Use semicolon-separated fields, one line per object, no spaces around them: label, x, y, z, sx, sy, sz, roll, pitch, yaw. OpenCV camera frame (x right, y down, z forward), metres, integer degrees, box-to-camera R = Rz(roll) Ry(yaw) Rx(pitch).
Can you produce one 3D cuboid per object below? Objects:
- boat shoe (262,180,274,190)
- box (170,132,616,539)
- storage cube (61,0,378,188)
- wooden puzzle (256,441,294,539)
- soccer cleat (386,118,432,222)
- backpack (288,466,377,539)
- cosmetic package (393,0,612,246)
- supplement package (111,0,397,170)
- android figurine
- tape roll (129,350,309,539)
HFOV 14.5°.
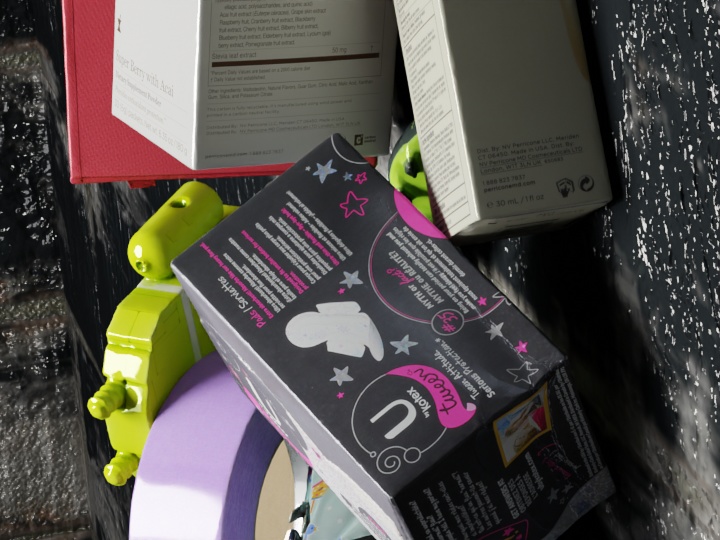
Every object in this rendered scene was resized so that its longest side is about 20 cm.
boat shoe;0.000;0.000;1.703;0.200;0.060;0.074;49;-127;-59
box;0.015;0.054;1.425;0.200;0.115;0.132;46;168;37
storage cube;-0.081;-0.150;1.682;0.171;0.179;0.201;-93;0;-80
wooden puzzle;-0.063;0.141;1.827;0.185;0.037;0.201;41;115;62
soccer cleat;0.046;-0.062;1.542;0.200;0.067;0.081;119;164;-63
backpack;0.037;0.148;1.538;0.200;0.166;0.127;-87;-7;-68
cosmetic package;0.063;-0.119;1.398;0.105;0.071;0.201;148;113;-79
supplement package;-0.055;-0.168;1.502;0.121;0.119;0.201;34;124;58
android figurine;-0.094;0.046;1.641;0.200;0.041;0.183;-49;-41;-44
tape roll;-0.048;0.144;1.622;0.200;0.065;0.201;-7;-81;-58
